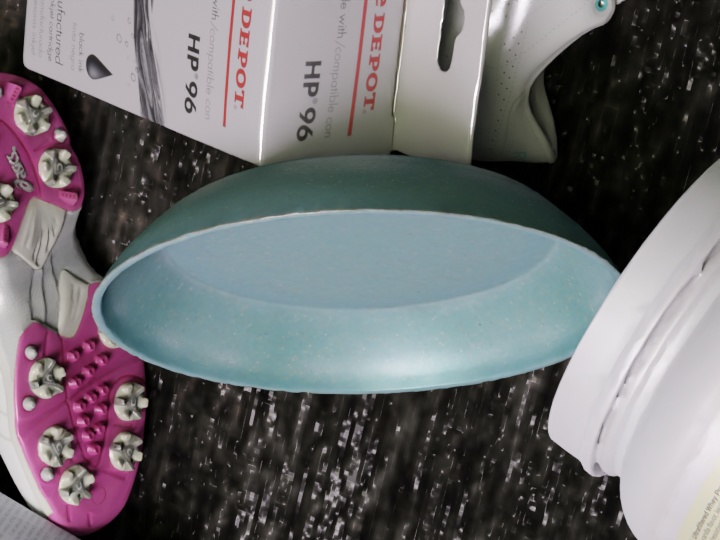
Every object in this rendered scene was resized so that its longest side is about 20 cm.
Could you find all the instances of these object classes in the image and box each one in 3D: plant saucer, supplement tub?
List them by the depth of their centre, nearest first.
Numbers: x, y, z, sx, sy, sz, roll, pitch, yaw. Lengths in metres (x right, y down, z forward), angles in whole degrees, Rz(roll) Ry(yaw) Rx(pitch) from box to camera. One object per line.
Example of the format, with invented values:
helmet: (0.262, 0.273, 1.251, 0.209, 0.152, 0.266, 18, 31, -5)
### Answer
supplement tub: (0.176, 0.062, 0.787, 0.200, 0.145, 0.145, 36, 114, 18)
plant saucer: (0.000, 0.000, 0.903, 0.199, 0.200, 0.036, -11, 67, 25)

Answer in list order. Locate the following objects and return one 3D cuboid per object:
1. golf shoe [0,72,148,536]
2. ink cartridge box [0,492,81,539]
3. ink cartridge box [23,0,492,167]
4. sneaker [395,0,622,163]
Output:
golf shoe: (-0.150, 0.016, 1.031, 0.091, 0.075, 0.201, -4, 102, 45)
ink cartridge box: (-0.154, 0.192, 1.054, 0.200, 0.041, 0.200, 32, 127, 2)
ink cartridge box: (-0.042, -0.110, 0.901, 0.200, 0.068, 0.116, 23, 114, 45)
sneaker: (0.070, -0.134, 0.899, 0.088, 0.075, 0.201, 19, 116, 5)
